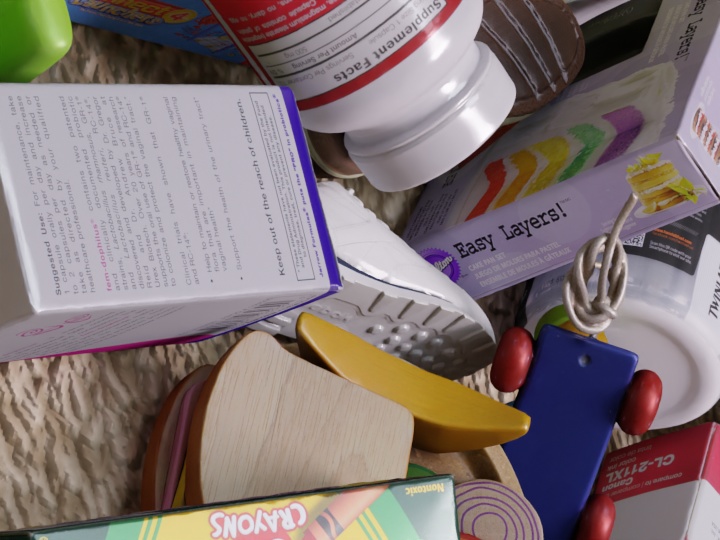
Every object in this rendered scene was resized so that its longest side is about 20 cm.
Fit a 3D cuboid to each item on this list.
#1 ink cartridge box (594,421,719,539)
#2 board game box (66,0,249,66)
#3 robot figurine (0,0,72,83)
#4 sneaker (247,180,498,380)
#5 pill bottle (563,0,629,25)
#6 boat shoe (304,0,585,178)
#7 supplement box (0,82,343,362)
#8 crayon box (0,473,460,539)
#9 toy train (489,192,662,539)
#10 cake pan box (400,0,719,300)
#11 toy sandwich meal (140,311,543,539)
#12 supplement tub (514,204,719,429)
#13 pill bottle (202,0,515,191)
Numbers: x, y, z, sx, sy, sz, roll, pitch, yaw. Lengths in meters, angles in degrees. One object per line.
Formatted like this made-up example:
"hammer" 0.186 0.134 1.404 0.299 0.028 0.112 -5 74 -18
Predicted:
"ink cartridge box" 0.182 0.209 1.404 0.146 0.083 0.200 50 41 -26
"board game box" -0.102 -0.213 1.253 0.200 0.056 0.196 9 68 -50
"robot figurine" -0.189 -0.169 1.067 0.175 0.116 0.200 -15 82 -39
"sneaker" 0.000 0.000 1.281 0.200 0.076 0.081 31 37 -45
"pill bottle" 0.113 -0.244 1.492 0.116 0.116 0.200 -1 76 -52
"boat shoe" 0.030 -0.099 1.339 0.202 0.075 0.075 -22 92 -40
"supplement box" -0.116 -0.020 1.111 0.200 0.101 0.103 -6 79 -53
"crayon box" -0.047 0.183 1.068 0.200 0.058 0.173 -5 86 -29
"toy train" 0.111 0.042 1.309 0.116 0.085 0.200 -75 -177 -75
"cake pan box" 0.127 -0.076 1.369 0.052 0.184 0.200 55 36 -22
"toy sandwich meal" -0.001 0.105 1.180 0.205 0.070 0.205 12 59 -20
"supplement tub" 0.164 -0.018 1.451 0.123 0.122 0.200 46 44 -29
"pill bottle" -0.015 -0.139 1.190 0.200 0.112 0.112 53 40 -23
